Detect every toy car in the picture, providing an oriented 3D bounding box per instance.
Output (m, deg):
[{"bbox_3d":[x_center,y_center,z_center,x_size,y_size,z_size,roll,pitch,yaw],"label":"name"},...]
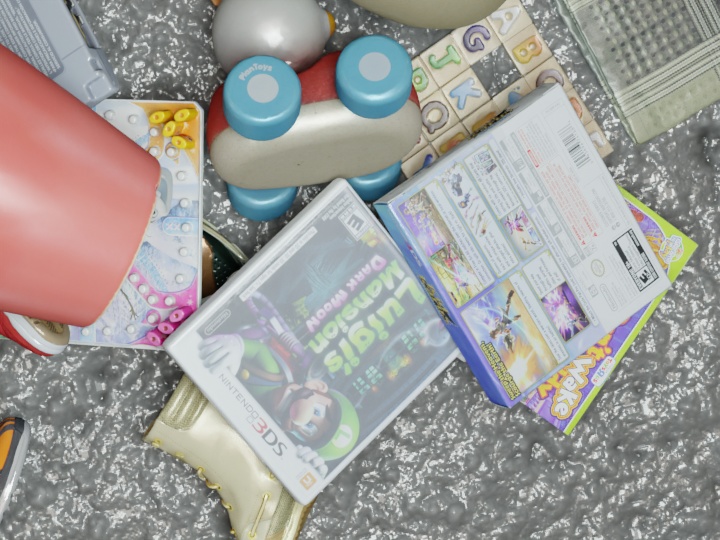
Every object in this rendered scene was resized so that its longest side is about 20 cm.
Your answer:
[{"bbox_3d":[-0.051,-0.175,1.498,0.175,0.185,0.202,-11,69,-7],"label":"toy car"}]

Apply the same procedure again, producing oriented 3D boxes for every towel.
[{"bbox_3d":[0.273,-0.237,1.588,0.199,0.035,0.194,-30,102,-6],"label":"towel"}]

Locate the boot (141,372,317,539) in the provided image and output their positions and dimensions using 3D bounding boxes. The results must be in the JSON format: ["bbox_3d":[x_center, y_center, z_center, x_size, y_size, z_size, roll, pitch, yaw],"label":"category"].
[{"bbox_3d":[-0.118,0.181,1.551,0.154,0.073,0.202,25,99,-6],"label":"boot"}]

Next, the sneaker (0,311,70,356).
[{"bbox_3d":[-0.329,0.030,1.480,0.200,0.071,0.113,40,99,18],"label":"sneaker"}]

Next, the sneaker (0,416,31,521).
[{"bbox_3d":[-0.356,0.196,1.514,0.111,0.078,0.201,29,91,-11],"label":"sneaker"}]

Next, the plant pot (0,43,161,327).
[{"bbox_3d":[-0.257,-0.056,1.378,0.176,0.200,0.202,25,92,-19],"label":"plant pot"}]

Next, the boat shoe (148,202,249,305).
[{"bbox_3d":[-0.116,0.020,1.535,0.075,0.068,0.200,-44,100,-2],"label":"boat shoe"}]

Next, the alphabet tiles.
[{"bbox_3d":[0.118,-0.111,1.586,0.166,0.008,0.201,-35,99,-4],"label":"alphabet tiles"}]

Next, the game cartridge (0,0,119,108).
[{"bbox_3d":[-0.292,-0.198,1.470,0.132,0.040,0.201,-29,85,14],"label":"game cartridge"}]

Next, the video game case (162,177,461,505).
[{"bbox_3d":[-0.032,0.059,1.492,0.200,0.023,0.182,-43,110,-11],"label":"video game case"}]

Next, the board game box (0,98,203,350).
[{"bbox_3d":[-0.225,-0.039,1.494,0.198,0.026,0.203,3,96,17],"label":"board game box"}]

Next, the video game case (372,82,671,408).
[{"bbox_3d":[0.135,-0.021,1.510,0.181,0.045,0.201,-35,102,-15],"label":"video game case"}]

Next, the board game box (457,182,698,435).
[{"bbox_3d":[0.179,0.020,1.585,0.134,0.045,0.201,34,91,-13],"label":"board game box"}]

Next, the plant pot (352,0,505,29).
[{"bbox_3d":[0.062,-0.274,1.486,0.200,0.200,0.135,-42,136,-2],"label":"plant pot"}]

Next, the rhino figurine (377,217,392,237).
[{"bbox_3d":[0.000,0.000,1.540,0.198,0.060,0.088,-15,98,-20],"label":"rhino figurine"}]
